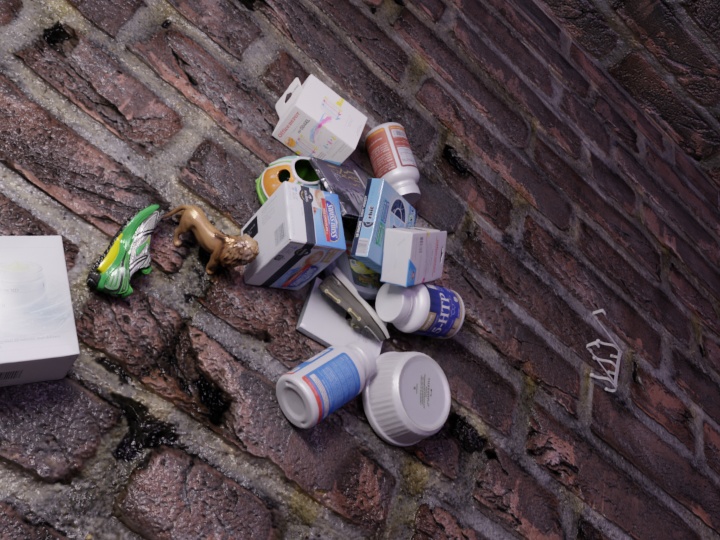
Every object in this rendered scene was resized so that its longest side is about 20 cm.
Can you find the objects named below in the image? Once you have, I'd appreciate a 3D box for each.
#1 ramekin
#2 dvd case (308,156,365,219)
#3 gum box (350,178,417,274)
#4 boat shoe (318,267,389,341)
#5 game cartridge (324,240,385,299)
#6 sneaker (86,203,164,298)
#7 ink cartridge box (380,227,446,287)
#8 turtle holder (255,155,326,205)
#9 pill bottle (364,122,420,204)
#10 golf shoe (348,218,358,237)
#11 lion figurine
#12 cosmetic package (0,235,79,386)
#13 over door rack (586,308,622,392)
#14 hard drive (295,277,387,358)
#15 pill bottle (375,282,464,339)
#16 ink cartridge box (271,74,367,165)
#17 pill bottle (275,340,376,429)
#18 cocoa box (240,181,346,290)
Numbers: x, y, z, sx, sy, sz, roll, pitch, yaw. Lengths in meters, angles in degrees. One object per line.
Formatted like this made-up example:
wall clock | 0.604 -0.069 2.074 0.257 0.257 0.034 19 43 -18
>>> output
ramekin | 0.105 0.265 1.342 0.201 0.094 0.205 17 62 -35
dvd case | -0.022 -0.172 1.384 0.150 0.016 0.199 59 22 16
gum box | 0.057 -0.085 1.392 0.200 0.044 0.172 32 68 -60
boat shoe | -0.011 0.084 1.357 0.060 0.072 0.202 -39 112 -1
game cartridge | 0.000 0.000 1.450 0.198 0.041 0.135 8 60 -42
sneaker | -0.411 -0.037 1.150 0.085 0.078 0.202 37 57 -24
ink cartridge box | 0.122 -0.035 1.405 0.199 0.067 0.117 -9 107 -60
turtle holder | -0.131 -0.181 1.399 0.184 0.131 0.143 20 54 -28
pill bottle | 0.087 -0.269 1.635 0.111 0.112 0.202 -2 67 -38
golf shoe | 0.014 -0.137 1.491 0.093 0.078 0.201 -2 51 -30
lion figurine | -0.294 -0.069 1.216 0.199 0.122 0.073 37 48 -14
cosmetic package | -0.548 0.061 0.945 0.198 0.123 0.202 -3 67 -39
over door rack | 0.704 0.235 1.852 0.201 0.066 0.148 57 42 -27
hard drive | -0.037 0.119 1.378 0.199 0.026 0.133 32 50 -19
pill bottle | 0.135 0.087 1.450 0.198 0.119 0.121 14 57 -40
ink cartridge box | -0.108 -0.353 1.518 0.199 0.128 0.126 33 50 -18
pill bottle | -0.060 0.216 1.245 0.199 0.112 0.113 -26 83 -42
cocoa box | -0.139 -0.063 1.279 0.130 0.200 0.135 10 59 -34
